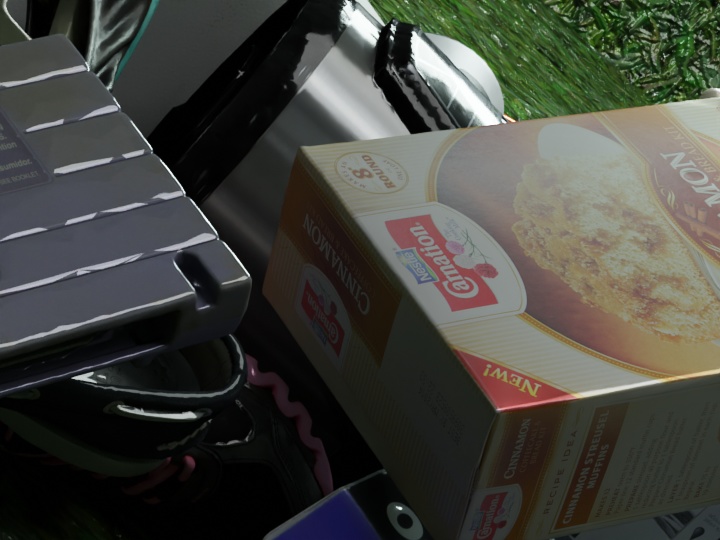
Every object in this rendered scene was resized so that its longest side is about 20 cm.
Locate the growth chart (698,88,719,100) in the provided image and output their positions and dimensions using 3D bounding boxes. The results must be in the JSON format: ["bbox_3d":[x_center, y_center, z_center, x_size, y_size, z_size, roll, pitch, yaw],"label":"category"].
[{"bbox_3d":[0.096,-0.016,1.323,0.018,0.200,0.145,43,49,-8],"label":"growth chart"}]

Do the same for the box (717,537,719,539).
[{"bbox_3d":[0.185,0.173,1.135,0.141,0.200,0.079,43,30,-9],"label":"box"}]

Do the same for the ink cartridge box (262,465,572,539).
[{"bbox_3d":[0.053,0.157,1.005,0.198,0.043,0.200,54,25,8],"label":"ink cartridge box"}]

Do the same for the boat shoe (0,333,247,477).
[{"bbox_3d":[-0.130,0.008,0.931,0.199,0.060,0.076,19,56,-31],"label":"boat shoe"}]

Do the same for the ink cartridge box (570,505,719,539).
[{"bbox_3d":[0.132,0.080,1.298,0.146,0.200,0.083,40,17,-16],"label":"ink cartridge box"}]

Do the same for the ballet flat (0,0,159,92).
[{"bbox_3d":[-0.133,-0.073,1.168,0.068,0.068,0.201,39,37,-27],"label":"ballet flat"}]

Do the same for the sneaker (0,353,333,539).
[{"bbox_3d":[-0.097,0.049,1.018,0.200,0.079,0.096,41,35,-10],"label":"sneaker"}]

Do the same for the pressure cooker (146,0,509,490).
[{"bbox_3d":[-0.002,0.002,1.193,0.200,0.176,0.179,43,-24,-9],"label":"pressure cooker"}]

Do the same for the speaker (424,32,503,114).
[{"bbox_3d":[0.008,-0.035,1.388,0.081,0.081,0.200,42,37,-10],"label":"speaker"}]

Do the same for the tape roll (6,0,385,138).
[{"bbox_3d":[-0.087,-0.130,1.347,0.203,0.139,0.203,52,5,-7],"label":"tape roll"}]

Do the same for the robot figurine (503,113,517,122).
[{"bbox_3d":[0.060,-0.026,1.599,0.200,0.143,0.117,-97,180,-70],"label":"robot figurine"}]

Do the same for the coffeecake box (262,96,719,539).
[{"bbox_3d":[0.088,0.015,1.046,0.199,0.073,0.154,-9,42,-29],"label":"coffeecake box"}]

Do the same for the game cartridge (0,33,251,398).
[{"bbox_3d":[-0.148,-0.008,0.869,0.199,0.039,0.130,-15,49,-35],"label":"game cartridge"}]
